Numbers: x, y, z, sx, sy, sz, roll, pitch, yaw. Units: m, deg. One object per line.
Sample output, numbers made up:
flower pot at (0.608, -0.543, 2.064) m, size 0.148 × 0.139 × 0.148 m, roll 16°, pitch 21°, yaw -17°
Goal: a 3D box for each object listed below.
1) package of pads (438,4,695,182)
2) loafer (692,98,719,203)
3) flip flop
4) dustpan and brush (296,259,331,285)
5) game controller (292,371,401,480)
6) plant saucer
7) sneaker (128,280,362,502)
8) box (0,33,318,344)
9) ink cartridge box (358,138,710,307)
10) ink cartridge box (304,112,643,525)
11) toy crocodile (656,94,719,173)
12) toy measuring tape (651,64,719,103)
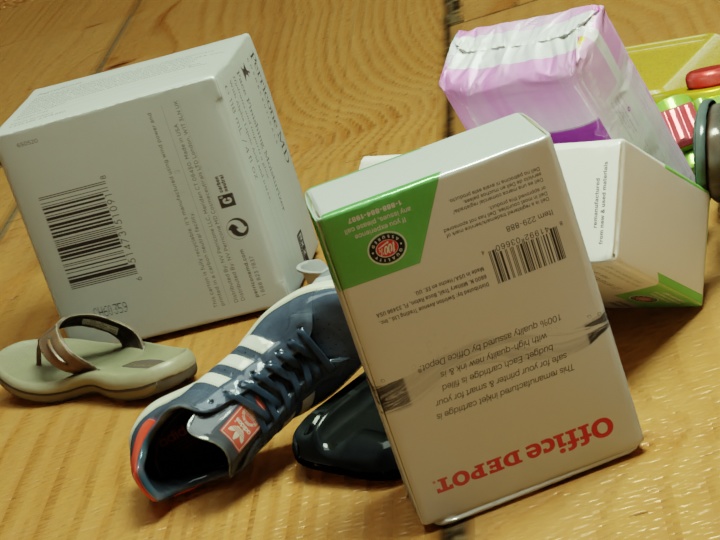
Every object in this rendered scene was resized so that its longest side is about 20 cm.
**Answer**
package of pads at (0.153, -0.093, 1.532) m, size 0.120 × 0.200 × 0.076 m, roll -4°, pitch 46°, yaw 37°
loafer at (0.274, -0.083, 1.535) m, size 0.062 × 0.073 × 0.200 m, roll 1°, pitch -1°, yaw 14°
flip flop at (-0.208, 0.063, 1.670) m, size 0.199 × 0.058 × 0.081 m, roll 1°, pitch 26°, yaw 44°
dustpan and brush at (0.000, 0.000, 1.643) m, size 0.139 × 0.058 × 0.200 m, roll -11°, pitch 20°, yaw 21°
game controller at (0.046, 0.080, 1.426) m, size 0.104 × 0.042 × 0.200 m, roll 16°, pitch 37°, yaw 36°
plant saucer at (0.228, -0.152, 1.878) m, size 0.199 × 0.049 × 0.200 m, roll -5°, pitch 22°, yaw 33°
sneaker at (-0.068, 0.086, 1.407) m, size 0.200 × 0.075 × 0.085 m, roll -39°, pitch 14°, yaw 14°
box at (-0.162, -0.062, 1.757) m, size 0.199 × 0.200 × 0.131 m, roll -14°, pitch 19°, yaw 14°
ink cartridge box at (0.114, -0.027, 1.454) m, size 0.199 × 0.085 × 0.145 m, roll -2°, pitch -13°, yaw 33°
ink cartridge box at (0.066, 0.029, 1.282) m, size 0.145 × 0.201 × 0.084 m, roll -19°, pitch 15°, yaw -4°
toy crocodile at (0.213, -0.093, 1.662) m, size 0.199 × 0.062 × 0.068 m, roll -16°, pitch 63°, yaw 9°
toy measuring tape at (0.247, -0.120, 1.720) m, size 0.198 × 0.074 × 0.074 m, roll -13°, pitch 18°, yaw 1°
